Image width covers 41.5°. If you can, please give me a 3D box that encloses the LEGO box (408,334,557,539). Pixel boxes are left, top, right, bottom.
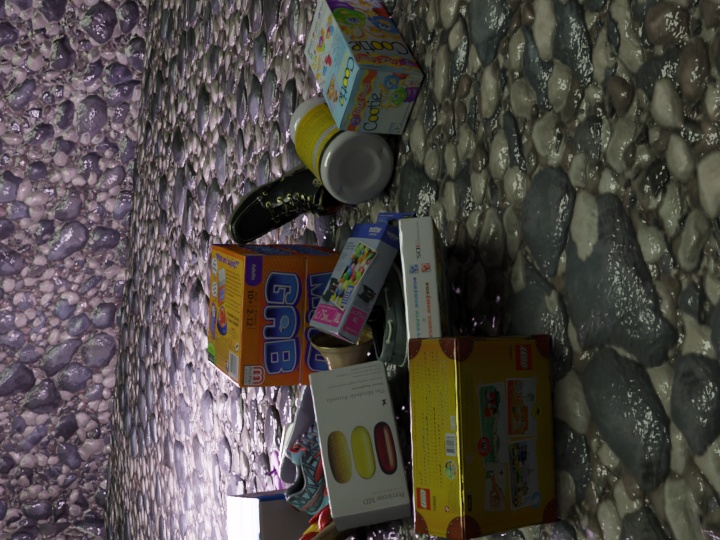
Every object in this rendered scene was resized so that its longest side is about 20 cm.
[{"bbox_3d":[0.131,0.170,1.006,0.077,0.147,0.204,-7,82,50],"label":"LEGO box"}]

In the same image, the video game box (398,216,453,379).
[{"bbox_3d":[0.083,0.045,1.142,0.200,0.046,0.185,42,-138,-77],"label":"video game box"}]

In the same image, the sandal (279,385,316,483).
[{"bbox_3d":[-0.092,0.264,1.629,0.059,0.078,0.210,38,115,62],"label":"sandal"}]

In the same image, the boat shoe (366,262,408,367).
[{"bbox_3d":[0.031,0.052,1.356,0.073,0.061,0.202,110,151,-43],"label":"boat shoe"}]

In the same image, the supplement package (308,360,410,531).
[{"bbox_3d":[0.001,0.245,1.326,0.110,0.112,0.203,82,177,-66],"label":"supplement package"}]

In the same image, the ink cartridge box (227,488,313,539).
[{"bbox_3d":[-0.136,0.422,1.629,0.200,0.144,0.086,156,111,-64],"label":"ink cartridge box"}]

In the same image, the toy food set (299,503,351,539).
[{"bbox_3d":[-0.064,0.401,1.426,0.049,0.197,0.200,49,112,16],"label":"toy food set"}]

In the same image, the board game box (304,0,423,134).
[{"bbox_3d":[0.001,-0.301,1.381,0.201,0.101,0.106,-112,32,-41],"label":"board game box"}]

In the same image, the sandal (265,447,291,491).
[{"bbox_3d":[-0.160,0.439,1.802,0.082,0.049,0.206,141,125,-60],"label":"sandal"}]

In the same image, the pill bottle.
[{"bbox_3d":[-0.036,-0.190,1.450,0.200,0.113,0.116,-130,46,-55],"label":"pill bottle"}]

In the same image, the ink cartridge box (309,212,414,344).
[{"bbox_3d":[0.000,0.000,1.362,0.202,0.042,0.119,-63,22,-8],"label":"ink cartridge box"}]

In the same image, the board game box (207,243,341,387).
[{"bbox_3d":[-0.128,0.067,1.551,0.199,0.197,0.203,-163,75,-65],"label":"board game box"}]

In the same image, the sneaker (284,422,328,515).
[{"bbox_3d":[-0.069,0.288,1.514,0.079,0.094,0.203,171,112,-72],"label":"sneaker"}]

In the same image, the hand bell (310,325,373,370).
[{"bbox_3d":[-0.016,0.196,1.458,0.104,0.103,0.203,-154,56,-64],"label":"hand bell"}]

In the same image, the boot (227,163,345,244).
[{"bbox_3d":[-0.114,-0.109,1.556,0.153,0.203,0.074,18,141,60],"label":"boot"}]
